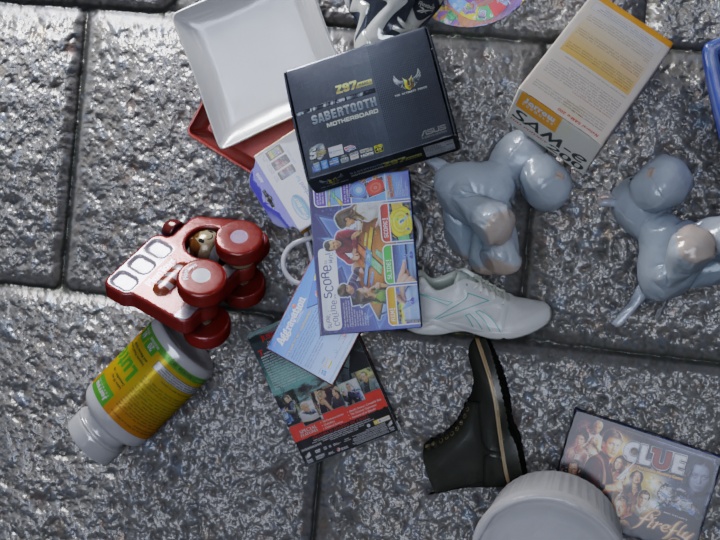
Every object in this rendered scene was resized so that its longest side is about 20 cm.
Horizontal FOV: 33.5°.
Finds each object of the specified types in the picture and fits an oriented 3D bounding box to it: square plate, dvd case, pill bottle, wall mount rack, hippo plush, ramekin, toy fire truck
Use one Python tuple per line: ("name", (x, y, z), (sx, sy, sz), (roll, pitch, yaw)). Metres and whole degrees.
("square plate", (-0.133, -0.292, 1.619), (0.198, 0.028, 0.201), (-21, 87, 9))
("dvd case", (-0.049, 0.151, 1.618), (0.144, 0.022, 0.202), (-22, 103, 9))
("pill bottle", (-0.305, 0.168, 1.643), (0.200, 0.111, 0.111), (-45, 83, 7))
("wall mount rack", (0.000, 0.000, 1.613), (0.197, 0.075, 0.176), (-15, 84, 10))
("hippo plush", (0.398, -0.056, 1.519), (0.157, 0.200, 0.162), (-10, 65, -29))
("ramekin", (0.245, 0.349, 1.529), (0.199, 0.094, 0.205), (6, 115, 13))
("toy fire truck", (-0.224, -0.005, 1.609), (0.166, 0.113, 0.200), (27, 53, 19))
("hippo plush", (0.184, -0.101, 1.561), (0.160, 0.160, 0.200), (-34, 61, -14))

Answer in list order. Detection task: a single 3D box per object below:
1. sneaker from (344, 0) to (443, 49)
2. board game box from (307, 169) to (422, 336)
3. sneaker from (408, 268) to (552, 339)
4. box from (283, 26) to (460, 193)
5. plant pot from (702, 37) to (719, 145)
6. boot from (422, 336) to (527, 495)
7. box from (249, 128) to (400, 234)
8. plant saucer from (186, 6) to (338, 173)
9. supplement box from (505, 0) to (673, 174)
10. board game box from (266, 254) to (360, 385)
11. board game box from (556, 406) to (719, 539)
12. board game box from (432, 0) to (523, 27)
("sneaker", (0.060, -0.317, 1.577), (0.129, 0.079, 0.202), (-20, 76, 37))
("board game box", (0.006, -0.022, 1.537), (0.133, 0.034, 0.203), (-4, 89, 6))
("sneaker", (0.153, 0.042, 1.570), (0.197, 0.071, 0.081), (2, 108, 3))
("box", (0.013, -0.203, 1.514), (0.197, 0.051, 0.160), (-15, 69, 7))
("plant pot", (0.529, -0.194, 1.463), (0.197, 0.180, 0.203), (-14, 88, 10))
("boot", (0.133, 0.197, 1.589), (0.136, 0.077, 0.203), (-13, 87, 14))
("box", (-0.047, -0.140, 1.586), (0.199, 0.041, 0.120), (-33, 86, 1))
("plant saucer", (-0.109, -0.226, 1.647), (0.198, 0.037, 0.202), (31, 96, 8))
("supplement box", (0.290, -0.239, 1.514), (0.125, 0.074, 0.201), (36, 64, 8))
("board game box", (-0.034, 0.037, 1.569), (0.102, 0.019, 0.202), (28, 93, 4))
("board game box", (0.357, 0.276, 1.566), (0.197, 0.035, 0.137), (17, 93, 9))
("board game box", (0.147, -0.431, 1.599), (0.156, 0.039, 0.203), (-11, 89, 10))
